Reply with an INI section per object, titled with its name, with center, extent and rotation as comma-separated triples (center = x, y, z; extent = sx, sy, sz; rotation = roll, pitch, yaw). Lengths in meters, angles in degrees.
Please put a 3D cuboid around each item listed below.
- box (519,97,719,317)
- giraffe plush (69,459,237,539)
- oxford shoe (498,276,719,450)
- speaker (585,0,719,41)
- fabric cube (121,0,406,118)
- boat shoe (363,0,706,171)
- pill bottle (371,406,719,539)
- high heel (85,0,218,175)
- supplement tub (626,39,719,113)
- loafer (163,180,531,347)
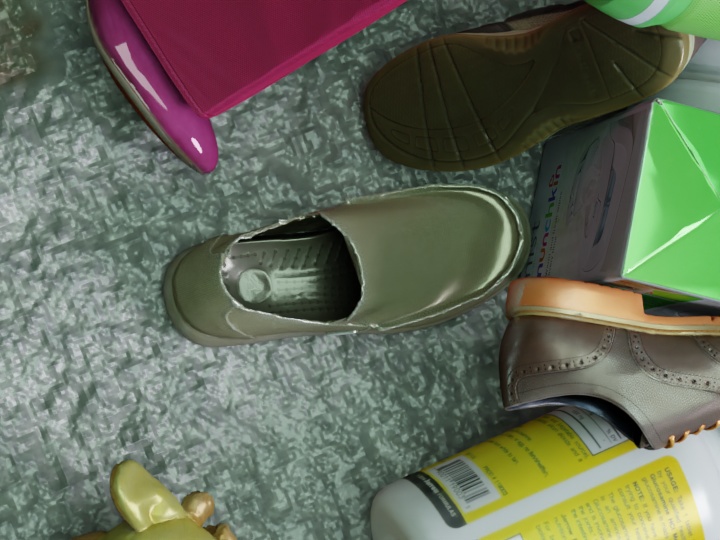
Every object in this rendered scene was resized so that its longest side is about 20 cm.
[box]
center = 0.205, -0.014, 1.462
extent = 0.200, 0.176, 0.097
rotation = 14, 82, -14
[giraffe plush]
center = -0.120, 0.186, 1.384
extent = 0.200, 0.173, 0.162
rotation = 9, 57, 14
[oxford shoe]
center = 0.165, 0.059, 1.398
extent = 0.200, 0.071, 0.073
rotation = 11, 77, 0
[speaker]
center = 0.204, -0.144, 1.357
extent = 0.200, 0.088, 0.089
rotation = 9, 84, -26
[fabric cube]
center = -0.016, -0.224, 1.380
extent = 0.196, 0.199, 0.200
rotation = -37, 97, -36
[boat shoe]
center = 0.094, -0.099, 1.452
extent = 0.066, 0.201, 0.072
rotation = -17, 90, -52
[pill bottle]
center = 0.116, 0.127, 1.455
extent = 0.200, 0.112, 0.113
rotation = -22, 92, -15
[high heel]
center = -0.103, -0.151, 1.445
extent = 0.096, 0.067, 0.200
rotation = -31, 91, -4
[supplement tub]
center = 0.219, -0.159, 1.493
extent = 0.144, 0.144, 0.200
rotation = 15, 82, -13
[loafer]
center = 0.000, 0.000, 1.463
extent = 0.200, 0.068, 0.076
rotation = -14, 90, -15
